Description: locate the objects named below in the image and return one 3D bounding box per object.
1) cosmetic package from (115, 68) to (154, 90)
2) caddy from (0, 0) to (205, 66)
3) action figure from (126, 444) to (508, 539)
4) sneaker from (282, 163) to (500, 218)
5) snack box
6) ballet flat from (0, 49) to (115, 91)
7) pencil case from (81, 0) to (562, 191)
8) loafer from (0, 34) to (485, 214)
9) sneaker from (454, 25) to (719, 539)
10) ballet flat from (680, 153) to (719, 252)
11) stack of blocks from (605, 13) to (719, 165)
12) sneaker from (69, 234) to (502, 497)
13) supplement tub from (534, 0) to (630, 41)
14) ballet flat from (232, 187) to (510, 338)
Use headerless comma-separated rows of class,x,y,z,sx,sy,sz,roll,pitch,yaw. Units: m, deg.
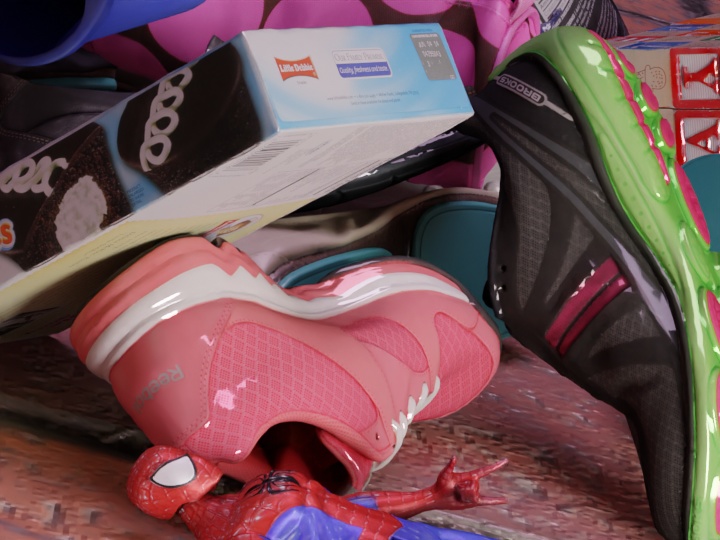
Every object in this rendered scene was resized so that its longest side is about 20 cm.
cosmetic package,-0.090,-0.128,1.400,0.199,0.071,0.101,22,-14,16
caddy,-0.139,-0.164,1.146,0.105,0.142,0.200,-19,38,-41
action figure,0.024,0.091,0.932,0.199,0.052,0.065,14,21,-3
sneaker,0.033,-0.035,1.301,0.199,0.077,0.081,20,7,4
snack box,-0.073,-0.024,0.990,0.116,0.200,0.037,-9,75,-57
ballet flat,-0.167,-0.097,1.261,0.073,0.073,0.200,23,16,19
pencil case,-0.024,-0.105,1.229,0.199,0.094,0.091,19,39,12
loafer,-0.049,-0.055,1.142,0.199,0.073,0.073,-10,-4,-12
sneaker,0.091,0.012,1.098,0.077,0.084,0.201,17,52,-63
ballet flat,0.143,0.022,1.214,0.073,0.073,0.200,16,27,-3
stack of blocks,0.198,-0.093,1.481,0.115,0.059,0.200,2,11,32
sneaker,-0.014,0.047,1.026,0.200,0.074,0.087,6,48,-51
supplement tub,0.054,-0.143,1.448,0.107,0.107,0.200,31,-13,38
ballet flat,0.000,0.000,1.169,0.069,0.070,0.200,29,20,33
